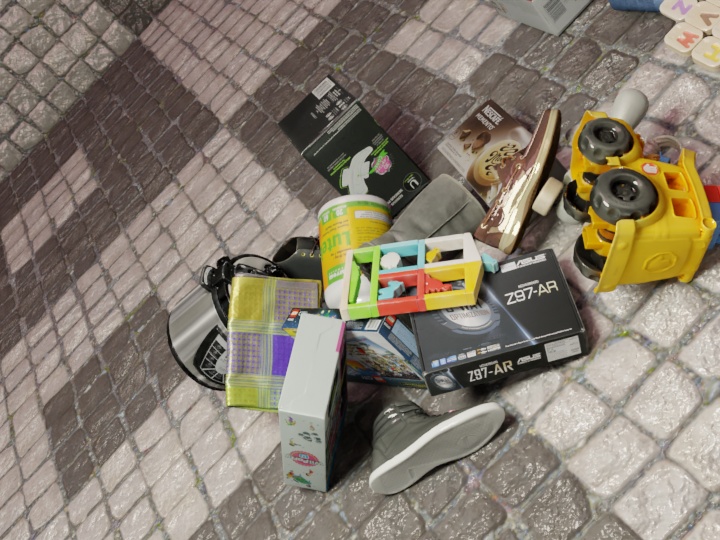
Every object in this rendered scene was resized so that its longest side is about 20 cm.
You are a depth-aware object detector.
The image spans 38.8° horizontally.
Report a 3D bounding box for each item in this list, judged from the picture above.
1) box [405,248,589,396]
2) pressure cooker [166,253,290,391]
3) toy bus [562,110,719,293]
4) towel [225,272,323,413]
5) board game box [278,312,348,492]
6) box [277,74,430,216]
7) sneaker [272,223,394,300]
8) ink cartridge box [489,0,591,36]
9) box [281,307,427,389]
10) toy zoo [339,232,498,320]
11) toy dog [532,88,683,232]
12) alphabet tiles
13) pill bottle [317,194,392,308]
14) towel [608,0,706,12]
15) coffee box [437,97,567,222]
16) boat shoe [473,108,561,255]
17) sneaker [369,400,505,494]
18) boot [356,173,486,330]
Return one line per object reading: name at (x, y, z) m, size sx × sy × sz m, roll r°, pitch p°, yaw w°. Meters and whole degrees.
box at (0.165, 0.062, 1.269) m, size 0.200 × 0.044 × 0.160 m, roll -15°, pitch 40°, yaw 6°
pressure cooker at (-0.181, 0.071, 1.570) m, size 0.200 × 0.176 × 0.179 m, roll -36°, pitch 76°, yaw 33°
toy bus at (0.344, -0.085, 1.187) m, size 0.192 × 0.136 × 0.200 m, roll -3°, pitch 53°, yaw -2°
towel at (-0.124, 0.104, 1.475) m, size 0.023 × 0.143 × 0.200 m, roll 157°, pitch 120°, yaw -63°
board game box at (-0.059, 0.175, 1.332) m, size 0.064 × 0.200 × 0.148 m, roll 9°, pitch 53°, yaw 6°
box at (-0.011, -0.190, 1.652) m, size 0.124 × 0.200 × 0.149 m, roll -43°, pitch 33°, yaw 4°
sneaker at (-0.037, -0.030, 1.599) m, size 0.200 × 0.106 × 0.075 m, roll -33°, pitch 35°, yaw 20°
ink cartridge box at (0.319, -0.501, 1.712) m, size 0.176 × 0.084 × 0.200 m, roll -46°, pitch 32°, yaw 1°
box at (0.004, 0.104, 1.385) m, size 0.200 × 0.137 × 0.038 m, roll -1°, pitch 53°, yaw 48°
toy zoo at (0.076, 0.005, 1.310) m, size 0.200 × 0.020 × 0.131 m, roll -8°, pitch 36°, yaw 10°
toy dog at (0.310, -0.132, 1.330) m, size 0.200 × 0.132 × 0.096 m, roll -39°, pitch -5°, yaw 4°
alphabet tiles at (0.506, -0.357, 1.363) m, size 0.200 × 0.015 × 0.196 m, roll -46°, pitch 49°, yaw 2°
pill bottle at (0.000, 0.000, 1.490) m, size 0.111 × 0.111 × 0.200 m, roll -23°, pitch 61°, yaw 32°
towel at (0.465, -0.426, 1.500) m, size 0.200 × 0.049 × 0.112 m, roll 21°, pitch 75°, yaw 54°
coffee box at (0.206, -0.154, 1.478) m, size 0.113 × 0.080 × 0.200 m, roll -42°, pitch 34°, yaw 9°
boat shoe at (0.205, -0.124, 1.343) m, size 0.072 × 0.072 × 0.200 m, roll 22°, pitch 95°, yaw 16°
sneaker at (0.085, 0.189, 1.262) m, size 0.200 × 0.071 × 0.099 m, roll -35°, pitch 39°, yaw 25°
boot at (0.108, -0.021, 1.444) m, size 0.200 × 0.182 × 0.073 m, roll -36°, pitch -1°, yaw -35°
